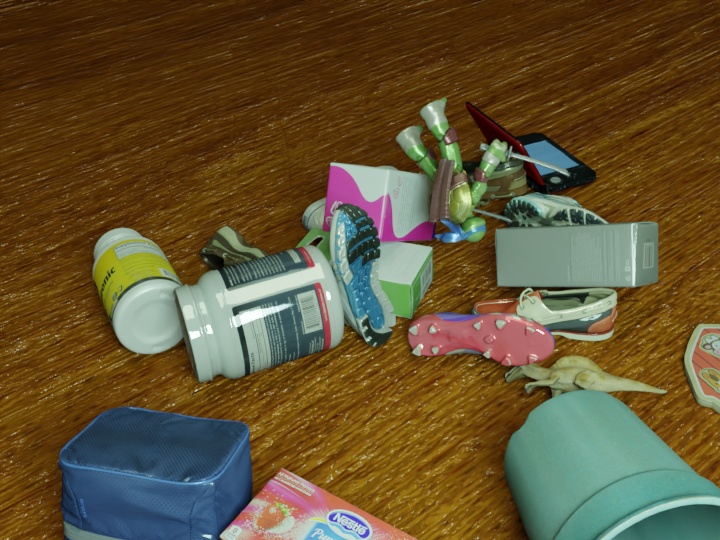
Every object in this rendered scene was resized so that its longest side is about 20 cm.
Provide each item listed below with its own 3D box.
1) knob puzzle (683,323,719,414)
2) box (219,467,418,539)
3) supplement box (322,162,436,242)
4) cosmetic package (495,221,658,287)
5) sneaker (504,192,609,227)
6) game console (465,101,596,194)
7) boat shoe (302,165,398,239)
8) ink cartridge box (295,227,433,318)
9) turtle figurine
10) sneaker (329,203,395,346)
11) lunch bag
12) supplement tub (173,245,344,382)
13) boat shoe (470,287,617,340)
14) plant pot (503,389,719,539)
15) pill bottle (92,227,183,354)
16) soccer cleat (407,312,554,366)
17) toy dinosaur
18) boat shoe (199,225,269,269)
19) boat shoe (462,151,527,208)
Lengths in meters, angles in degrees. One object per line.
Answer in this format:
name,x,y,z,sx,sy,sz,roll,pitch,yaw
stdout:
knob puzzle,0.491,0.118,1.005,0.215,0.031,0.221,-3,35,2
box,-0.023,0.285,0.759,0.197,0.097,0.100,20,41,27
supplement box,0.037,-0.102,1.231,0.102,0.103,0.199,11,7,25
cosmetic package,0.291,-0.021,1.107,0.197,0.092,0.106,3,5,35
sneaker,0.327,-0.083,1.271,0.198,0.079,0.086,26,41,36
game console,0.301,-0.230,1.445,0.169,0.120,0.201,-16,37,-15
boat shoe,0.001,-0.107,1.348,0.198,0.072,0.070,-28,46,-27
ink cartridge box,0.000,0.000,1.200,0.196,0.060,0.104,11,35,20
turtle figurine,0.153,-0.143,1.174,0.198,0.144,0.196,-30,81,-9
sneaker,-0.017,0.004,1.084,0.074,0.203,0.086,-30,32,-33
lunch bag,-0.196,0.233,0.829,0.196,0.135,0.136,6,17,12
supplement tub,-0.131,0.057,1.063,0.196,0.143,0.141,-15,36,-16
boat shoe,0.244,0.053,1.097,0.196,0.063,0.072,1,37,10
plant pot,0.233,0.225,0.752,0.196,0.204,0.197,-9,27,-7
pill bottle,-0.318,0.020,1.163,0.110,0.113,0.200,-19,37,-20
soccer cleat,0.155,0.080,1.047,0.197,0.068,0.076,-2,15,29
toy dinosaur,0.269,0.137,0.978,0.196,0.059,0.102,6,35,15
boat shoe,-0.176,0.005,1.216,0.074,0.076,0.201,-36,38,-18
boat shoe,0.189,-0.139,1.358,0.198,0.075,0.076,-5,27,46
